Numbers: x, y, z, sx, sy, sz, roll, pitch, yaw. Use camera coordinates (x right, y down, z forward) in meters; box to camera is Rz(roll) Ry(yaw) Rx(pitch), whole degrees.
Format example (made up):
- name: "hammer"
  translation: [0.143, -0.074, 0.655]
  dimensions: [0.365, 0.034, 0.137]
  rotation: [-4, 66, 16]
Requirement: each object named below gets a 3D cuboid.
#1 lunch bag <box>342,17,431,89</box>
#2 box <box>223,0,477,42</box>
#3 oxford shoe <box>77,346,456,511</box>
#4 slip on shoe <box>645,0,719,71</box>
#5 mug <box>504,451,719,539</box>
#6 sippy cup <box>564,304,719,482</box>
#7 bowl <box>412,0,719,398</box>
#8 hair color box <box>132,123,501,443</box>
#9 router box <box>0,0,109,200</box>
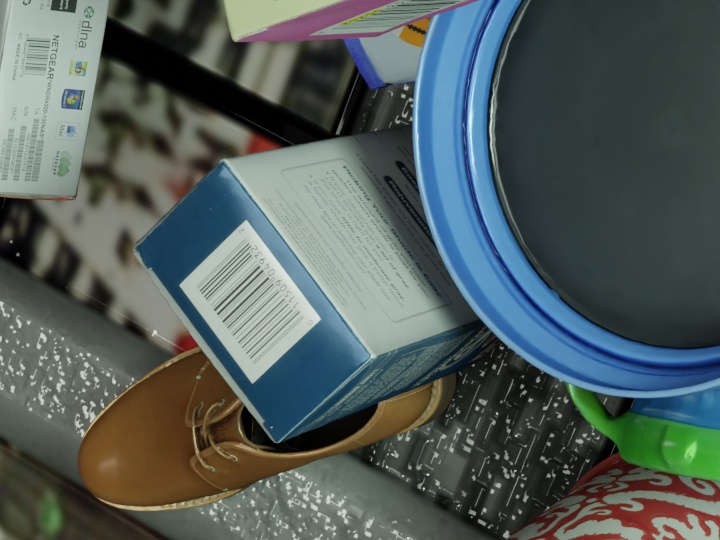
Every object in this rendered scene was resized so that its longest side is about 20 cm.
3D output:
- name: "lunch bag"
  translation: [0.059, -0.182, 1.100]
  dimensions: [0.169, 0.124, 0.201]
  rotation: [-8, 100, 22]
- name: "box"
  translation: [0.025, -0.202, 0.974]
  dimensions: [0.175, 0.096, 0.201]
  rotation: [-16, 86, 36]
- name: "oxford shoe"
  translation: [-0.058, 0.067, 1.227]
  dimensions: [0.199, 0.071, 0.072]
  rotation: [-20, 90, 29]
- name: "slip on shoe"
  translation: [0.126, -0.069, 1.068]
  dimensions: [0.199, 0.076, 0.061]
  rotation: [-21, 52, 38]
- name: "mug"
  translation: [0.117, 0.152, 1.077]
  dimensions: [0.177, 0.200, 0.134]
  rotation: [1, 98, 27]
- name: "sippy cup"
  translation: [0.178, 0.020, 1.074]
  dimensions: [0.177, 0.140, 0.131]
  rotation: [7, 91, -17]
- name: "bowl"
  translation: [0.112, -0.054, 1.012]
  dimensions: [0.200, 0.039, 0.202]
  rotation: [3, 95, 33]
- name: "hair color box"
  translation: [0.000, 0.000, 1.112]
  dimensions: [0.060, 0.200, 0.100]
  rotation: [-42, 78, 25]
- name: "router box"
  translation: [-0.170, -0.153, 1.213]
  dimensions: [0.179, 0.049, 0.201]
  rotation: [32, 115, 54]
